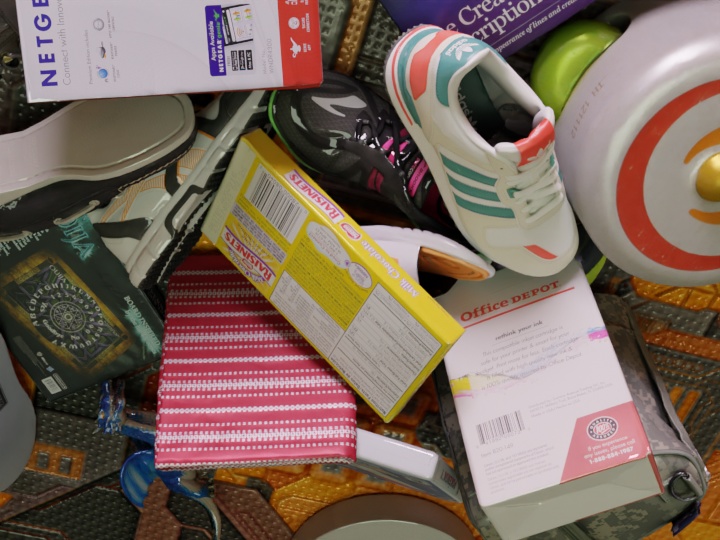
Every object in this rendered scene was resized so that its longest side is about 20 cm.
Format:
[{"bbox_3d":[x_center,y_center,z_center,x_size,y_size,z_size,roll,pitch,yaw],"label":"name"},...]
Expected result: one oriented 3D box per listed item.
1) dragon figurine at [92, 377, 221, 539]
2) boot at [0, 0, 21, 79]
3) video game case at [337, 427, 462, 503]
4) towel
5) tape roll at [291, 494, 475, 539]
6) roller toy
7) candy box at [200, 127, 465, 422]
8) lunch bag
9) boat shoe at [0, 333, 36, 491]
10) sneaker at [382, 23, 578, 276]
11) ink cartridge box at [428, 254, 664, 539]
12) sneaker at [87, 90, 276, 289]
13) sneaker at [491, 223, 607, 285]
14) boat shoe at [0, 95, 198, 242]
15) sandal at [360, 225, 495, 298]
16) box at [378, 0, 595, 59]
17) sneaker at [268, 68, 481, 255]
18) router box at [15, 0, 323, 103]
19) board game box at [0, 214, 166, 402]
[{"bbox_3d":[-0.179,0.173,0.923,0.099,0.059,0.201,-4,126,2],"label":"dragon figurine"},{"bbox_3d":[-0.194,-0.179,0.696,0.173,0.069,0.201,-28,113,20],"label":"boot"},{"bbox_3d":[-0.020,0.140,0.823,0.199,0.023,0.182,14,166,17],"label":"video game case"},{"bbox_3d":[-0.077,0.061,0.771,0.143,0.201,0.023,-3,138,-1],"label":"towel"},{"bbox_3d":[0.022,0.307,1.029,0.201,0.037,0.204,-1,124,-1],"label":"tape roll"},{"bbox_3d":[0.227,-0.090,0.704,0.198,0.140,0.183,-14,122,2],"label":"roller toy"},{"bbox_3d":[-0.025,0.004,0.714,0.200,0.026,0.102,45,138,11],"label":"candy box"},{"bbox_3d":[0.165,0.124,0.812,0.167,0.201,0.139,-31,127,18],"label":"lunch bag"},{"bbox_3d":[-0.333,0.110,0.879,0.066,0.070,0.201,24,140,20],"label":"boat shoe"},{"bbox_3d":[0.093,-0.065,0.651,0.070,0.093,0.200,-41,117,-11],"label":"sneaker"},{"bbox_3d":[0.124,0.074,0.731,0.116,0.201,0.068,-20,140,12],"label":"ink cartridge box"},{"bbox_3d":[-0.129,-0.082,0.751,0.080,0.074,0.200,43,104,9],"label":"sneaker"},{"bbox_3d":[0.096,-0.005,0.807,0.199,0.074,0.081,-17,118,7],"label":"sneaker"},{"bbox_3d":[-0.199,-0.070,0.725,0.199,0.074,0.060,-20,147,10],"label":"boat shoe"},{"bbox_3d":[0.004,0.002,0.761,0.205,0.060,0.079,8,167,35],"label":"sandal"},{"bbox_3d":[0.098,-0.230,0.655,0.199,0.079,0.141,-32,116,18],"label":"box"},{"bbox_3d":[0.028,-0.081,0.725,0.199,0.084,0.077,30,80,-15],"label":"sneaker"},{"bbox_3d":[-0.118,-0.205,0.614,0.178,0.049,0.202,-7,103,-17],"label":"router box"},{"bbox_3d":[-0.246,0.008,0.832,0.134,0.028,0.201,-20,121,12],"label":"board game box"}]
